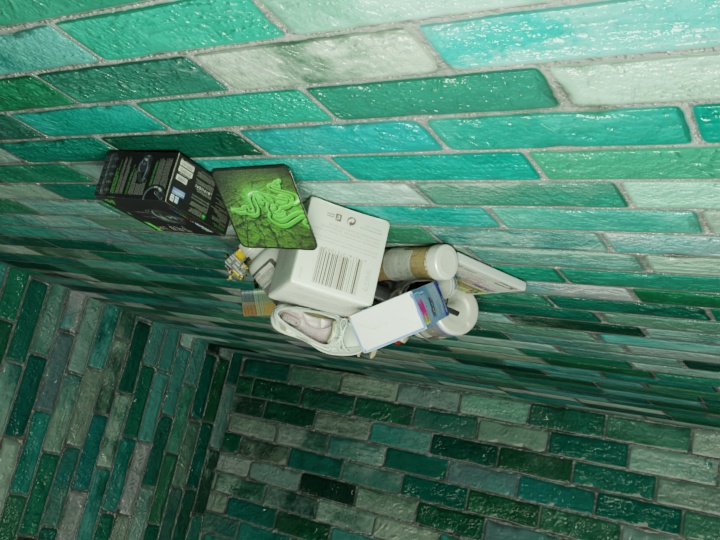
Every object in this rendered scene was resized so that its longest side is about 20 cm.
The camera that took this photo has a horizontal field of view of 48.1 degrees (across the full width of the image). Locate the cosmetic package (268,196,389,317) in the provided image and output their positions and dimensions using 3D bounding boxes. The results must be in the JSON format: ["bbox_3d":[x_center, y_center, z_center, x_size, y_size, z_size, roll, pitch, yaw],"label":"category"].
[{"bbox_3d":[-0.063,-0.018,1.537,0.162,0.168,0.200,17,165,-16],"label":"cosmetic package"}]

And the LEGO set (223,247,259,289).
[{"bbox_3d":[-0.237,0.007,1.818,0.154,0.116,0.200,48,167,-8],"label":"LEGO set"}]

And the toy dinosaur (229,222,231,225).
[{"bbox_3d":[-0.285,-0.108,1.653,0.087,0.049,0.198,6,175,-44],"label":"toy dinosaur"}]

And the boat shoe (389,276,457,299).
[{"bbox_3d":[0.110,0.046,1.681,0.065,0.075,0.199,-7,166,-44],"label":"boat shoe"}]

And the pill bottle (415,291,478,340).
[{"bbox_3d":[0.186,0.103,1.892,0.112,0.116,0.200,17,166,-15],"label":"pill bottle"}]

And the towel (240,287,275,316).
[{"bbox_3d":[-0.167,0.065,1.804,0.196,0.022,0.147,-3,156,-7],"label":"towel"}]

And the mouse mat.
[{"bbox_3d":[-0.170,-0.108,1.413,0.197,0.008,0.163,2,123,38],"label":"mouse mat"}]

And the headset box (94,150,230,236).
[{"bbox_3d":[-0.361,-0.141,1.483,0.197,0.095,0.174,7,165,31],"label":"headset box"}]

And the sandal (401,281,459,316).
[{"bbox_3d":[0.135,0.034,1.754,0.199,0.048,0.075,33,-175,26],"label":"sandal"}]

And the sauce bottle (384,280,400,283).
[{"bbox_3d":[0.000,0.000,1.766,0.197,0.066,0.065,6,165,30],"label":"sauce bottle"}]

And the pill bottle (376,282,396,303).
[{"bbox_3d":[0.031,0.091,1.844,0.197,0.114,0.113,-26,167,-5],"label":"pill bottle"}]

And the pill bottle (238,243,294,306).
[{"bbox_3d":[-0.162,0.003,1.677,0.201,0.110,0.111,52,163,0],"label":"pill bottle"}]

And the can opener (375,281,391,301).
[{"bbox_3d":[-0.022,-0.001,1.674,0.197,0.068,0.053,21,-162,-14],"label":"can opener"}]

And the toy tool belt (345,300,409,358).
[{"bbox_3d":[0.000,0.122,1.722,0.199,0.124,0.125,35,-167,-3],"label":"toy tool belt"}]

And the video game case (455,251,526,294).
[{"bbox_3d":[0.215,0.009,1.687,0.198,0.022,0.181,21,164,-31],"label":"video game case"}]

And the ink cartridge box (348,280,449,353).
[{"bbox_3d":[0.081,0.082,1.513,0.135,0.078,0.200,-23,179,21],"label":"ink cartridge box"}]

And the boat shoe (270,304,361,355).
[{"bbox_3d":[-0.078,0.115,1.575,0.199,0.076,0.065,22,170,-9],"label":"boat shoe"}]

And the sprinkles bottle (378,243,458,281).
[{"bbox_3d":[0.101,-0.014,1.605,0.068,0.070,0.198,24,163,-39],"label":"sprinkles bottle"}]
